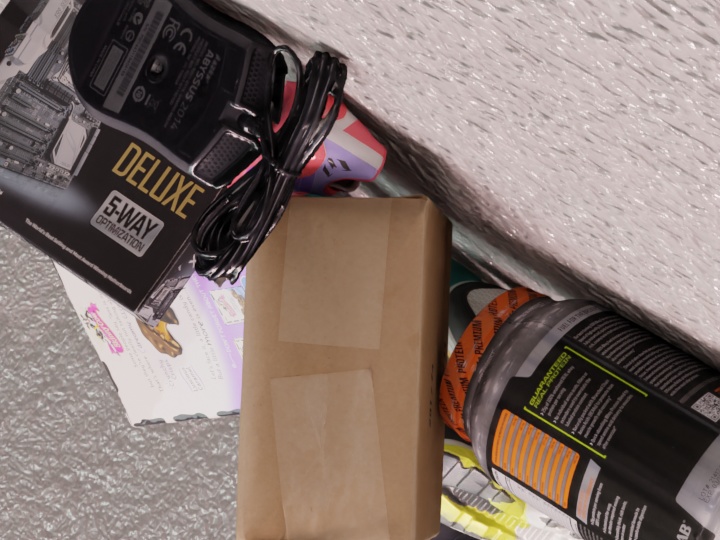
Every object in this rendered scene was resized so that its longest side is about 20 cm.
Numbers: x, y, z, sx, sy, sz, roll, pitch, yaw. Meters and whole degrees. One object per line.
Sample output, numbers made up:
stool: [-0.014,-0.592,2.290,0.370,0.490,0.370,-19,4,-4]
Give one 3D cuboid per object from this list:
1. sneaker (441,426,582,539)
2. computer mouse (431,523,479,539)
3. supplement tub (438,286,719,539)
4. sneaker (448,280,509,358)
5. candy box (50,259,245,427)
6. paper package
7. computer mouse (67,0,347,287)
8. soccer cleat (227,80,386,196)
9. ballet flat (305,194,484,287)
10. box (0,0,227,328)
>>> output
sneaker: [0.127,0.159,1.644,0.200,0.074,0.085,35,-144,-12]
computer mouse: [0.089,0.145,1.785,0.139,0.200,0.053,46,140,24]
supplement tub: [0.149,0.096,1.368,0.200,0.123,0.123,32,173,30]
sneaker: [0.138,0.065,1.511,0.200,0.076,0.088,39,148,8]
candy box: [-0.105,0.014,1.657,0.200,0.072,0.168,-8,114,40]
paper package: [-0.006,0.060,1.387,0.103,0.200,0.191,1,176,7]
computer mouse: [-0.086,-0.091,1.312,0.053,0.139,0.200,15,-160,-50]
soccer cleat: [-0.034,-0.065,1.409,0.076,0.067,0.200,31,171,-4]
ballet flat: [0.000,0.000,1.561,0.200,0.070,0.069,28,178,-30]
box: [-0.169,-0.082,1.544,0.200,0.158,0.050,34,174,17]
